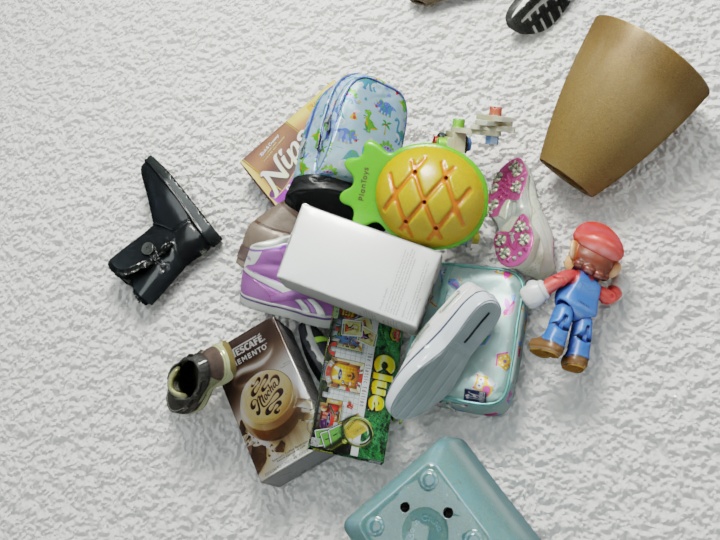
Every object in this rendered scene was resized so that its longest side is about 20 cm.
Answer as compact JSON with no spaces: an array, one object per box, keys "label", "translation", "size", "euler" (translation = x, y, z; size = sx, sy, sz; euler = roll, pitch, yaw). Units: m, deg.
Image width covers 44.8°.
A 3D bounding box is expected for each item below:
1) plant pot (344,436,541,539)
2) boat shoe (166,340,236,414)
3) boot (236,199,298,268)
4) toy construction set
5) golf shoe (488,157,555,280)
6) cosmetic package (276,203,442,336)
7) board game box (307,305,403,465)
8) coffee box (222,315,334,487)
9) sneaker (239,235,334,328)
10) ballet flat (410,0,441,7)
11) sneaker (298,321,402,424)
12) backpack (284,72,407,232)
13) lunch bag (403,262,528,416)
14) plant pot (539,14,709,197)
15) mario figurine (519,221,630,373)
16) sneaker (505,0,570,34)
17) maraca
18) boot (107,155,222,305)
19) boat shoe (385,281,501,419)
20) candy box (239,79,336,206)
[{"label":"plant pot","translation":[0.092,0.324,1.056],"size":[0.195,0.200,0.197],"euler":[-39,65,0]},{"label":"boat shoe","translation":[-0.240,0.153,1.221],"size":[0.200,0.065,0.073],"euler":[-38,65,49]},{"label":"boot","translation":[-0.083,-0.011,1.296],"size":[0.199,0.070,0.147],"euler":[41,100,6]},{"label":"toy construction set","translation":[0.146,-0.138,1.235],"size":[0.091,0.131,0.203],"euler":[16,99,-12]},{"label":"golf shoe","translation":[0.230,-0.069,1.233],"size":[0.075,0.091,0.203],"euler":[-30,40,36]},{"label":"cosmetic package","translation":[0.000,0.000,1.157],"size":[0.197,0.085,0.109],"euler":[21,81,9]},{"label":"board game box","translation":[-0.003,0.149,1.171],"size":[0.103,0.024,0.203],"euler":[13,66,-9]},{"label":"coffee box","translation":[-0.119,0.184,1.228],"size":[0.112,0.080,0.202],"euler":[-30,66,5]},{"label":"sneaker","translation":[-0.070,0.012,1.236],"size":[0.197,0.073,0.116],"euler":[11,107,-2]},{"label":"ballet flat","translation":[0.172,-0.461,1.398],"size":[0.196,0.047,0.068],"euler":[-12,37,5]},{"label":"sneaker","translation":[-0.012,0.144,1.230],"size":[0.082,0.072,0.201],"euler":[-32,70,-14]},{"label":"backpack","translation":[-0.009,-0.177,1.242],"size":[0.161,0.154,0.203],"euler":[19,57,-20]},{"label":"lunch bag","translation":[0.142,0.094,1.189],"size":[0.157,0.077,0.204],"euler":[8,74,18]},{"label":"plant pot","translation":[0.340,-0.211,1.201],"size":[0.186,0.186,0.201],"euler":[39,98,24]},{"label":"mario figurine","translation":[0.286,0.030,1.160],"size":[0.105,0.123,0.203],"euler":[11,71,39]},{"label":"sneaker","translation":[0.293,-0.445,1.350],"size":[0.200,0.074,0.080],"euler":[-43,52,-7]},{"label":"maraca","translation":[0.070,-0.101,1.146],"size":[0.196,0.107,0.140],"euler":[12,101,10]},{"label":"boot","translation":[-0.335,-0.064,1.376],"size":[0.167,0.077,0.201],"euler":[-39,72,-5]},{"label":"boat shoe","translation":[0.101,0.103,1.130],"size":[0.200,0.073,0.067],"euler":[-46,35,3]},{"label":"candy box","translation":[-0.076,-0.185,1.359],"size":[0.199,0.057,0.117],"euler":[-40,67,-2]}]
